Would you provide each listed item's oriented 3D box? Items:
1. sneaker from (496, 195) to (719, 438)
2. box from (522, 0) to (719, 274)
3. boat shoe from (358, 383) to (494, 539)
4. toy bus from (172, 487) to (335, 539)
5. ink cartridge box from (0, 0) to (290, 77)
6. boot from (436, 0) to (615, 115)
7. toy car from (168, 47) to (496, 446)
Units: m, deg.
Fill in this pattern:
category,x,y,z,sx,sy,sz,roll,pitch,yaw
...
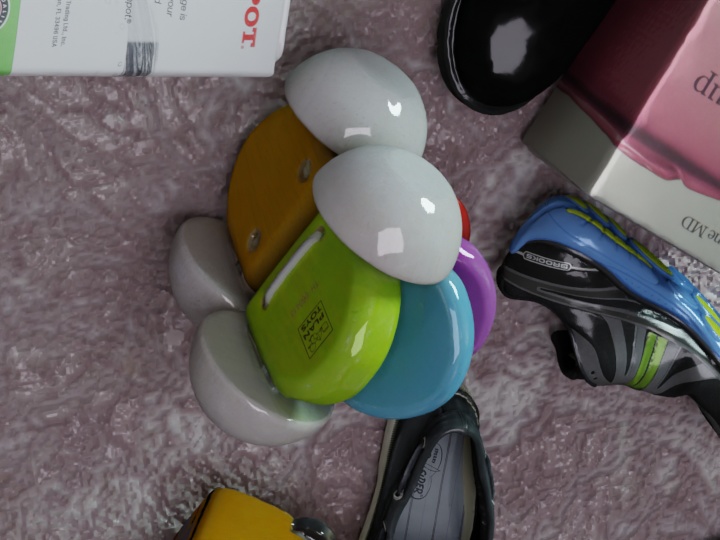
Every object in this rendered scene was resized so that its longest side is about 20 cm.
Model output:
category,x,y,z,sx,sy,sz,roll,pitch,yaw
sneaker,0.156,0.037,1.533,0.199,0.071,0.083,39,108,-23
box,0.204,-0.112,1.467,0.127,0.109,0.201,28,98,-23
boat shoe,0.042,0.164,1.535,0.074,0.066,0.200,6,107,-19
toy bus,-0.015,0.202,1.495,0.199,0.065,0.078,32,132,-8
ink cartridge box,-0.135,-0.176,1.333,0.199,0.084,0.146,-2,110,-33
boot,0.126,-0.163,1.400,0.079,0.158,0.212,27,99,-23
toy car,0.000,0.000,1.401,0.149,0.200,0.175,24,118,-28
